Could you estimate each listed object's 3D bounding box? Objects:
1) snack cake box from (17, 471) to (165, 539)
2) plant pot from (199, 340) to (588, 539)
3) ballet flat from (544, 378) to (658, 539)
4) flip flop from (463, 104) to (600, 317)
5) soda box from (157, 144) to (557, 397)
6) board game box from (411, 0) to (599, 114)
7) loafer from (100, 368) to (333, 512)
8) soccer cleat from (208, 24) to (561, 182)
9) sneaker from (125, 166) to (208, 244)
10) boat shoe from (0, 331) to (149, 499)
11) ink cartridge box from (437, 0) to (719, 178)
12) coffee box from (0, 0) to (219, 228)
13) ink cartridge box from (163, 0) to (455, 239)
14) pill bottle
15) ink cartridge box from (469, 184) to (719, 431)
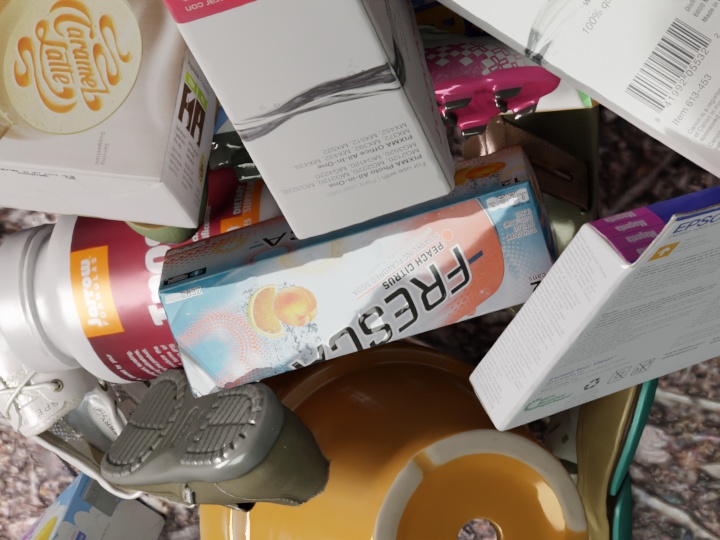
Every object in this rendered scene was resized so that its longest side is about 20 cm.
[{"bbox_3d":[-0.217,0.231,1.737,0.067,0.115,0.200,34,132,-12],"label":"snack cake box"},{"bbox_3d":[0.032,0.142,1.467,0.200,0.200,0.183,40,168,-17],"label":"plant pot"},{"bbox_3d":[0.132,0.115,1.548,0.063,0.069,0.201,15,133,13],"label":"ballet flat"},{"bbox_3d":[0.086,-0.050,1.418,0.081,0.058,0.201,2,122,17],"label":"flip flop"},{"bbox_3d":[0.000,0.000,1.366,0.199,0.068,0.064,-17,109,6],"label":"soda box"},{"bbox_3d":[0.040,-0.125,1.365,0.199,0.030,0.096,-4,104,23],"label":"board game box"},{"bbox_3d":[-0.078,0.101,1.424,0.070,0.075,0.200,38,166,-20],"label":"loafer"},{"bbox_3d":[0.001,-0.105,1.336,0.199,0.087,0.070,-11,167,19],"label":"soccer cleat"},{"bbox_3d":[-0.134,-0.100,1.413,0.067,0.201,0.090,-25,165,1],"label":"sneaker"},{"bbox_3d":[-0.187,0.066,1.589,0.071,0.069,0.200,-32,126,24],"label":"boat shoe"},{"bbox_3d":[0.133,-0.158,1.262,0.200,0.084,0.145,31,107,-9],"label":"ink cartridge box"},{"bbox_3d":[-0.123,-0.132,1.320,0.114,0.201,0.080,7,165,13],"label":"coffee box"},{"bbox_3d":[-0.034,-0.133,1.206,0.083,0.146,0.200,-19,137,8],"label":"ink cartridge box"},{"bbox_3d":[-0.102,0.002,1.495,0.199,0.113,0.113,-11,126,26],"label":"pill bottle"},{"bbox_3d":[0.175,-0.007,1.342,0.043,0.196,0.200,59,143,21],"label":"ink cartridge box"}]
